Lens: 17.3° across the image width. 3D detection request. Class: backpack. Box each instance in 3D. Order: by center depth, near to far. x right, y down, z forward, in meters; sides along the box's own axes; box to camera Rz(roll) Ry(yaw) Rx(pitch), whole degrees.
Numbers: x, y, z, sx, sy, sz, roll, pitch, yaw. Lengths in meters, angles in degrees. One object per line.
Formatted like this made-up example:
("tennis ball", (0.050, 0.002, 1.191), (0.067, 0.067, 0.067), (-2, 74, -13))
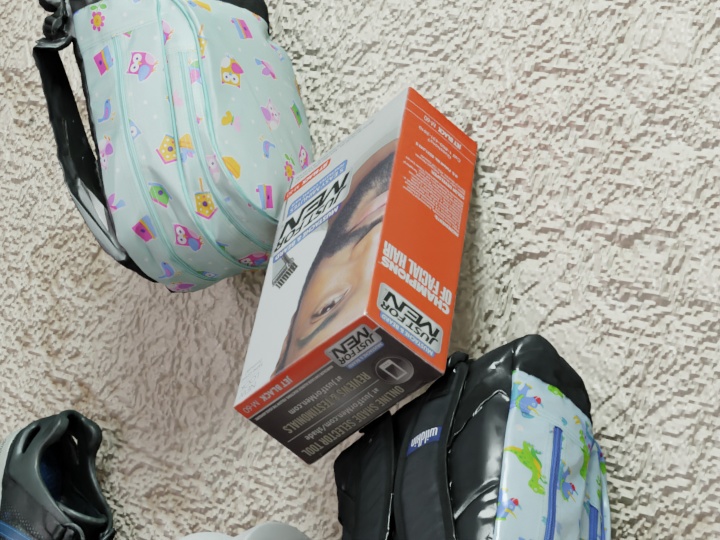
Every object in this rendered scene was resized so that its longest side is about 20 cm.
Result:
("backpack", (0.058, 0.159, 1.228), (0.163, 0.154, 0.200), (-36, 18, 28))
("backpack", (-0.105, -0.090, 1.471), (0.127, 0.167, 0.200), (-22, 69, 35))

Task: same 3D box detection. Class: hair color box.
("hair color box", (0.000, 0.000, 1.337), (0.111, 0.064, 0.200), (-36, 28, 33))

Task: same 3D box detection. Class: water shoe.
("water shoe", (-0.200, 0.186, 1.528), (0.079, 0.071, 0.200), (-33, 56, 40))

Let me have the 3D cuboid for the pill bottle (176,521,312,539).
("pill bottle", (-0.108, 0.222, 1.408), (0.200, 0.111, 0.111), (-31, 58, 36))
